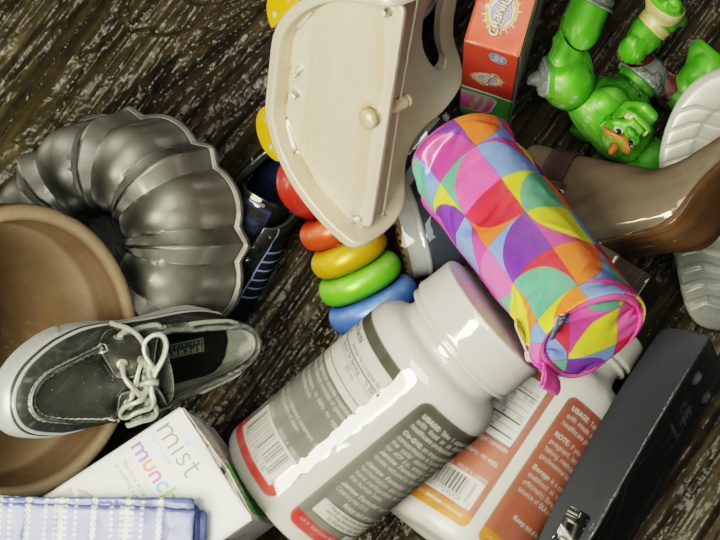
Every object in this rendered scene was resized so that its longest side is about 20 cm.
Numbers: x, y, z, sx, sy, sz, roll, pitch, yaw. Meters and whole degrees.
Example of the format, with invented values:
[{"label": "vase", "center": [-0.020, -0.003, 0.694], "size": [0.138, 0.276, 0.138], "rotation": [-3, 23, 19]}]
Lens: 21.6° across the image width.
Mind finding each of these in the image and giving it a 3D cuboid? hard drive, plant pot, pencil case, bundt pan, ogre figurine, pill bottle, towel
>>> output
[{"label": "hard drive", "center": [0.192, 0.139, 1.349], "size": [0.042, 0.135, 0.200], "rotation": [29, 84, 22]}, {"label": "plant pot", "center": [-0.281, 0.047, 1.301], "size": [0.174, 0.200, 0.201], "rotation": [7, 78, 46]}, {"label": "pencil case", "center": [0.108, -0.017, 1.265], "size": [0.088, 0.088, 0.200], "rotation": [-29, 53, -3]}, {"label": "bundt pan", "center": [-0.186, -0.019, 1.378], "size": [0.201, 0.076, 0.202], "rotation": [2, 94, 23]}, {"label": "ogre figurine", "center": [0.213, -0.135, 1.410], "size": [0.120, 0.200, 0.098], "rotation": [-47, 37, 5]}, {"label": "pill bottle", "center": [0.018, 0.093, 1.290], "size": [0.200, 0.114, 0.114], "rotation": [-40, 81, 12]}, {"label": "pill bottle", "center": [0.115, 0.116, 1.361], "size": [0.112, 0.112, 0.200], "rotation": [34, 80, 7]}, {"label": "towel", "center": [-0.200, 0.216, 1.207], "size": [0.199, 0.024, 0.145], "rotation": [1, 83, 4]}]

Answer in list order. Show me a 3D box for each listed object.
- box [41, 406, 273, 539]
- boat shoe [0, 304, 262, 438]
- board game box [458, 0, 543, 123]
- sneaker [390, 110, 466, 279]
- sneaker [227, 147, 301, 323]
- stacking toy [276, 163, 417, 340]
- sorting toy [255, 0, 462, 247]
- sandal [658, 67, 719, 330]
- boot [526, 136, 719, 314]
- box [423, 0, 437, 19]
[{"label": "box", "center": [-0.162, 0.184, 1.319], "size": [0.176, 0.200, 0.097], "rotation": [-33, 81, -4]}, {"label": "boat shoe", "center": [-0.151, 0.070, 1.264], "size": [0.068, 0.199, 0.074], "rotation": [7, 101, 45]}, {"label": "board game box", "center": [0.112, -0.203, 1.372], "size": [0.040, 0.200, 0.153], "rotation": [16, 81, 5]}, {"label": "sneaker", "center": [0.062, -0.100, 1.423], "size": [0.108, 0.070, 0.200], "rotation": [-13, 81, -1]}, {"label": "sneaker", "center": [-0.094, -0.016, 1.410], "size": [0.070, 0.078, 0.200], "rotation": [28, 82, 6]}, {"label": "stacking toy", "center": [0.000, 0.000, 1.372], "size": [0.085, 0.085, 0.200], "rotation": [-25, 100, -2]}, {"label": "sorting toy", "center": [0.025, -0.151, 1.313], "size": [0.107, 0.200, 0.180], "rotation": [31, 43, 26]}, {"label": "sandal", "center": [0.258, -0.054, 1.391], "size": [0.082, 0.050, 0.203], "rotation": [-1, 112, 0]}, {"label": "boot", "center": [0.178, -0.052, 1.337], "size": [0.146, 0.070, 0.200], "rotation": [32, 75, 36]}, {"label": "box", "center": [-0.032, -0.254, 1.405], "size": [0.103, 0.095, 0.200], "rotation": [-48, 57, -6]}]
